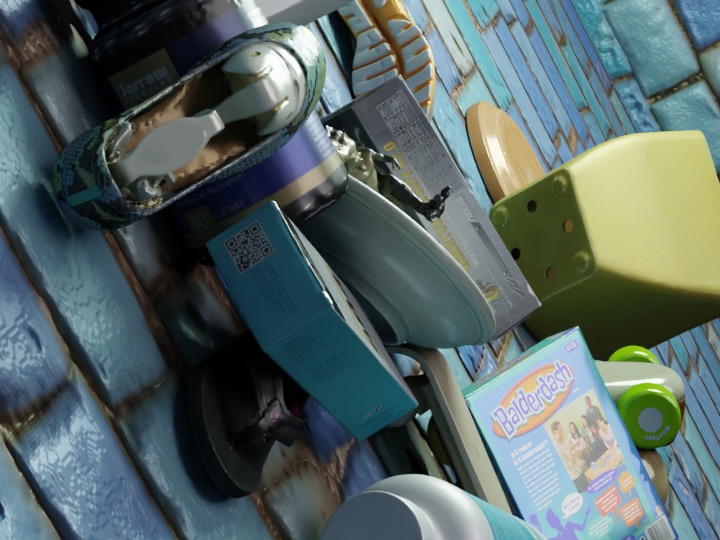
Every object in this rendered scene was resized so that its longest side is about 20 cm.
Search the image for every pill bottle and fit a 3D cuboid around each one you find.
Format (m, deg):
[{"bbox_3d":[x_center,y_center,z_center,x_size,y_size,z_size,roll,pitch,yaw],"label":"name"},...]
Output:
[{"bbox_3d":[-0.098,-0.114,1.126,0.201,0.111,0.112,61,18,-10],"label":"pill bottle"},{"bbox_3d":[0.049,0.191,1.138,0.200,0.110,0.111,35,34,-58],"label":"pill bottle"}]

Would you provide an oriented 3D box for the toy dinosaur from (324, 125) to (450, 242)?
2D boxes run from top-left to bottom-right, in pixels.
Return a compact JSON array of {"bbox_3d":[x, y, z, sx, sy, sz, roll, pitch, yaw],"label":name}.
[{"bbox_3d":[0.015,-0.042,1.271,0.088,0.048,0.200,27,-20,16],"label":"toy dinosaur"}]

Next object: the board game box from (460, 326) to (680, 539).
[{"bbox_3d":[0.163,0.167,1.491,0.152,0.045,0.201,-26,92,-39],"label":"board game box"}]

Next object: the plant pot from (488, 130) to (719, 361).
[{"bbox_3d":[0.244,-0.026,1.864,0.199,0.195,0.195,3,66,-44],"label":"plant pot"}]

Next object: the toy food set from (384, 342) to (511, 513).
[{"bbox_3d":[0.059,0.145,1.342,0.143,0.060,0.201,10,57,-83],"label":"toy food set"}]

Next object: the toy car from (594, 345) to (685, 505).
[{"bbox_3d":[0.216,0.185,1.651,0.164,0.157,0.201,-73,161,-78],"label":"toy car"}]

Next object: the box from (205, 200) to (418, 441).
[{"bbox_3d":[-0.026,0.037,1.122,0.083,0.049,0.200,60,4,26],"label":"box"}]

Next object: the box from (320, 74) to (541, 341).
[{"bbox_3d":[0.039,-0.038,1.370,0.201,0.048,0.158,58,-16,-6],"label":"box"}]

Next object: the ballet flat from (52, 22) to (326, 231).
[{"bbox_3d":[-0.081,-0.084,1.027,0.200,0.074,0.074,-39,107,-29],"label":"ballet flat"}]

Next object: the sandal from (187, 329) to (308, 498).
[{"bbox_3d":[-0.058,0.071,1.095,0.076,0.048,0.201,61,17,-11],"label":"sandal"}]

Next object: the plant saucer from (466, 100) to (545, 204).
[{"bbox_3d":[0.178,-0.099,2.036,0.201,0.032,0.201,54,20,-30],"label":"plant saucer"}]

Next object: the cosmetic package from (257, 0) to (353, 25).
[{"bbox_3d":[-0.050,-0.231,1.280,0.200,0.085,0.108,-33,89,-32],"label":"cosmetic package"}]

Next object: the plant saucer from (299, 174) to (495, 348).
[{"bbox_3d":[0.000,0.000,1.254,0.200,0.050,0.200,36,-15,11],"label":"plant saucer"}]

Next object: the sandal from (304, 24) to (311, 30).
[{"bbox_3d":[-0.083,-0.209,1.365,0.201,0.079,0.087,68,14,5],"label":"sandal"}]

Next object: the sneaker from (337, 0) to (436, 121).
[{"bbox_3d":[0.029,-0.198,1.675,0.077,0.078,0.201,53,20,-59],"label":"sneaker"}]
